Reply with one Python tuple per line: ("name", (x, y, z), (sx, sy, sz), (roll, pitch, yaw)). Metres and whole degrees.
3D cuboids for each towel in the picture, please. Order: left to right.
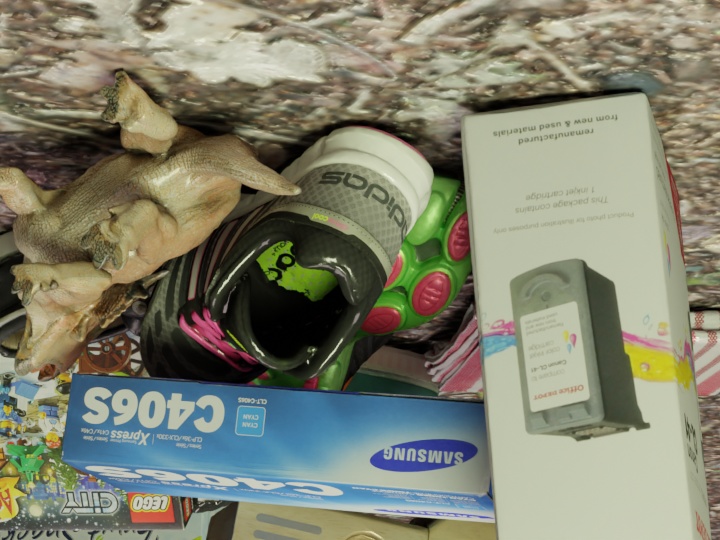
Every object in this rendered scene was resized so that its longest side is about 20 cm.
("towel", (0.147, 0.045, 1.281), (0.198, 0.030, 0.146), (2, 165, -10))

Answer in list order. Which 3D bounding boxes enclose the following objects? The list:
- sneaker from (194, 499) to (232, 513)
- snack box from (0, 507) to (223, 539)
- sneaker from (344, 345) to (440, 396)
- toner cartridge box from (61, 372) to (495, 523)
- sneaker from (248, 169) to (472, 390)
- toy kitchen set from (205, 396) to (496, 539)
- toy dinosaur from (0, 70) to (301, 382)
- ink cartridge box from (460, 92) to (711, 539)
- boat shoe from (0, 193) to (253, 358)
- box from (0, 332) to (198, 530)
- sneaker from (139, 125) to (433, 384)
("sneaker", (-0.139, 0.087, 1.339), (0.199, 0.081, 0.074), (26, 118, -33))
("snack box", (-0.172, 0.160, 1.455), (0.199, 0.170, 0.068), (-7, 165, 30))
("sneaker", (-0.042, 0.081, 1.315), (0.198, 0.081, 0.071), (10, 163, -18))
("toner cartridge box", (-0.028, 0.083, 0.989), (0.198, 0.044, 0.095), (3, 167, 15))
("sneaker", (0.000, 0.000, 1.057), (0.077, 0.084, 0.200), (38, 140, -8))
("toy kitchen set", (0.037, 0.072, 1.072), (0.179, 0.202, 0.163), (14, 163, -11))
("toy dinosaur", (-0.099, -0.025, 0.947), (0.199, 0.086, 0.135), (-22, 164, 26))
("ink cartridge box", (0.101, 0.043, 0.928), (0.085, 0.202, 0.148), (-8, 163, 11))
("boat shoe", (-0.111, 0.004, 1.076), (0.199, 0.061, 0.074), (-9, 157, 32))
("box", (-0.200, 0.082, 1.241), (0.198, 0.138, 0.038), (-2, -159, 11))
("sneaker", (-0.047, 0.015, 0.966), (0.074, 0.088, 0.200), (39, 134, -14))
